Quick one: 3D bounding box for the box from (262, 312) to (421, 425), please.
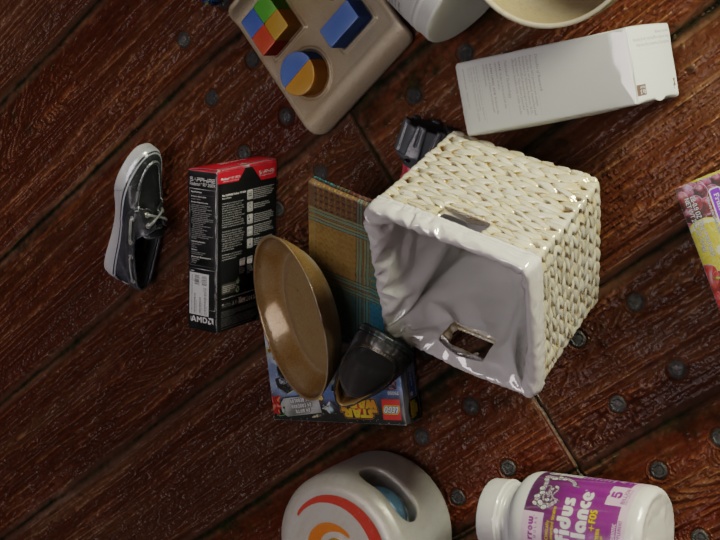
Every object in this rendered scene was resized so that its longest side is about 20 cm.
[{"bbox_3d":[-0.025,0.116,1.729,0.199,0.040,0.138,-1,99,34],"label":"box"}]

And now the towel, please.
[{"bbox_3d":[0.000,0.000,1.613,0.146,0.022,0.201,23,131,28],"label":"towel"}]

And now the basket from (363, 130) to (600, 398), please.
[{"bbox_3d":[0.133,-0.013,1.478,0.198,0.161,0.200,22,144,28],"label":"basket"}]

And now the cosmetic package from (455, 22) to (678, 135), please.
[{"bbox_3d":[0.212,-0.196,1.458,0.199,0.113,0.082,-9,95,33],"label":"cosmetic package"}]

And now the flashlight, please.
[{"bbox_3d":[0.042,-0.079,1.625,0.068,0.068,0.201,30,117,27],"label":"flashlight"}]

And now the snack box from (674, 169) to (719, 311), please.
[{"bbox_3d":[0.430,-0.039,1.373,0.200,0.068,0.169,-22,87,33],"label":"snack box"}]

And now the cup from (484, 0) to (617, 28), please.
[{"bbox_3d":[0.216,-0.344,1.403,0.200,0.143,0.201,8,104,33],"label":"cup"}]

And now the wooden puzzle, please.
[{"bbox_3d":[-0.057,-0.288,1.658,0.185,0.046,0.200,-44,76,32],"label":"wooden puzzle"}]

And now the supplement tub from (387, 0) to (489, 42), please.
[{"bbox_3d":[0.053,-0.357,1.517,0.200,0.132,0.132,48,122,15],"label":"supplement tub"}]

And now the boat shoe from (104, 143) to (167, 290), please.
[{"bbox_3d":[-0.282,-0.066,1.843,0.068,0.072,0.201,31,119,27],"label":"boat shoe"}]

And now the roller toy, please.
[{"bbox_3d":[0.002,0.318,1.694,0.199,0.140,0.183,-6,96,35],"label":"roller toy"}]

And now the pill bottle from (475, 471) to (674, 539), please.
[{"bbox_3d":[0.231,0.280,1.548,0.199,0.112,0.113,2,101,33],"label":"pill bottle"}]

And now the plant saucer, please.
[{"bbox_3d":[-0.069,0.052,1.660,0.200,0.035,0.201,45,143,48],"label":"plant saucer"}]

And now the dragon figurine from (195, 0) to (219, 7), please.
[{"bbox_3d":[-0.197,-0.378,1.671,0.059,0.200,0.100,16,86,10],"label":"dragon figurine"}]

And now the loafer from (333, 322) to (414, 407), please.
[{"bbox_3d":[0.010,0.111,1.570,0.073,0.200,0.072,31,75,4],"label":"loafer"}]

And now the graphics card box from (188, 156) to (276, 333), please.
[{"bbox_3d":[-0.155,-0.034,1.732,0.051,0.125,0.201,8,105,30],"label":"graphics card box"}]
